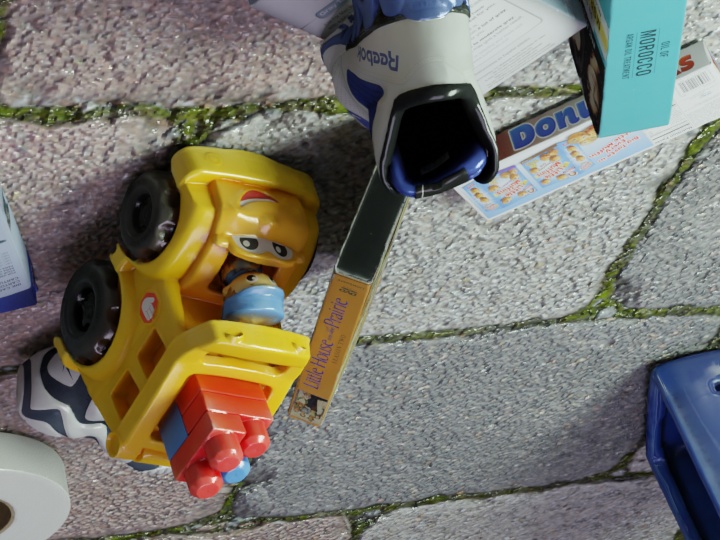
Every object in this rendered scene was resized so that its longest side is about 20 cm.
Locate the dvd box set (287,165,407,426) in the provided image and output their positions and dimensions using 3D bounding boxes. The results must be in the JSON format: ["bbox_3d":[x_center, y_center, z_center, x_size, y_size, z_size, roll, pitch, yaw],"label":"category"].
[{"bbox_3d":[0.000,0.000,1.500,0.029,0.147,0.200,22,146,2],"label":"dvd box set"}]

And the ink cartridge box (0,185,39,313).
[{"bbox_3d":[-0.284,-0.010,1.450,0.119,0.042,0.200,-13,153,-3],"label":"ink cartridge box"}]

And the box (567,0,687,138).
[{"bbox_3d":[0.161,-0.169,1.330,0.049,0.083,0.200,-11,151,-3],"label":"box"}]

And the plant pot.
[{"bbox_3d":[0.373,0.176,1.945,0.179,0.201,0.200,-20,152,-5],"label":"plant pot"}]

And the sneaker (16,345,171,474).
[{"bbox_3d":[-0.145,0.089,1.648,0.199,0.080,0.129,26,141,-38],"label":"sneaker"}]

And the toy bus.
[{"bbox_3d":[-0.097,0.047,1.458,0.135,0.192,0.200,13,125,-34],"label":"toy bus"}]

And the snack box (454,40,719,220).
[{"bbox_3d":[0.160,-0.095,1.524,0.199,0.024,0.072,-24,151,16],"label":"snack box"}]

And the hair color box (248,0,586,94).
[{"bbox_3d":[0.031,-0.171,1.286,0.099,0.061,0.200,-32,148,31],"label":"hair color box"}]

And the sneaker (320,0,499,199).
[{"bbox_3d":[0.027,-0.089,1.221,0.080,0.116,0.199,-8,167,-5],"label":"sneaker"}]

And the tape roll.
[{"bbox_3d":[-0.337,0.192,1.788,0.202,0.037,0.203,-11,151,-6],"label":"tape roll"}]
